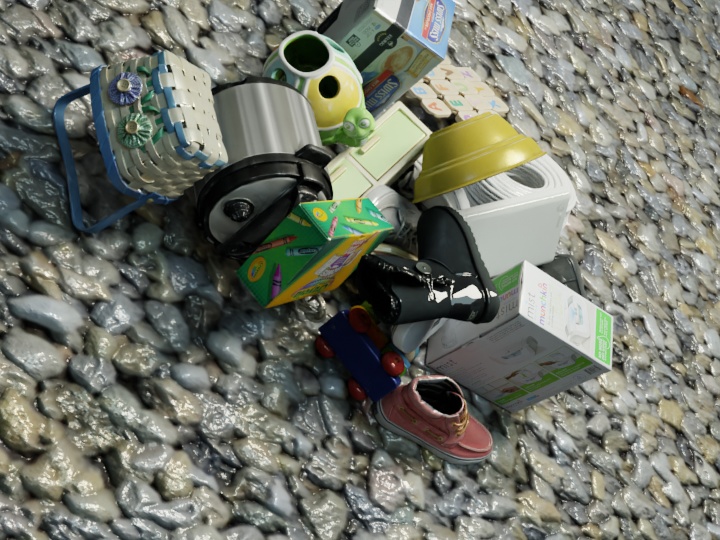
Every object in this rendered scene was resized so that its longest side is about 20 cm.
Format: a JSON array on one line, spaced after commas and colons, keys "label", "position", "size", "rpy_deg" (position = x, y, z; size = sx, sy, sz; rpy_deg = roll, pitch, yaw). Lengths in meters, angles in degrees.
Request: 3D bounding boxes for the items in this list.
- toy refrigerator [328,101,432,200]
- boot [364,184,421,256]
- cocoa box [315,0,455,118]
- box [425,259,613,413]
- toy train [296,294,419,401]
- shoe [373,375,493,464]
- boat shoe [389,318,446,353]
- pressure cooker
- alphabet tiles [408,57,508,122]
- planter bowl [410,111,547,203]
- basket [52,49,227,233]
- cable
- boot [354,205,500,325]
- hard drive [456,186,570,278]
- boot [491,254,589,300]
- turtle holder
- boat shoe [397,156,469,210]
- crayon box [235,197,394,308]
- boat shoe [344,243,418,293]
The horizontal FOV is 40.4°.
[{"label": "toy refrigerator", "position": [0.010, -0.145, 1.377], "size": [0.076, 0.070, 0.200], "rpy_deg": [45, 67, 3]}, {"label": "boot", "position": [0.064, -0.063, 1.365], "size": [0.095, 0.074, 0.200], "rpy_deg": [35, 14, 17]}, {"label": "cocoa box", "position": [0.025, -0.337, 1.449], "size": [0.131, 0.200, 0.134], "rpy_deg": [31, 51, -23]}, {"label": "box", "position": [0.222, 0.101, 1.377], "size": [0.176, 0.200, 0.097], "rpy_deg": [30, 51, -22]}, {"label": "toy train", "position": [-0.006, 0.066, 1.303], "size": [0.200, 0.085, 0.116], "rpy_deg": [52, 33, 1]}, {"label": "shoe", "position": [0.121, 0.202, 1.316], "size": [0.199, 0.091, 0.072], "rpy_deg": [26, 53, -26]}, {"label": "boat shoe", "position": [0.071, 0.053, 1.308], "size": [0.066, 0.070, 0.200], "rpy_deg": [32, 22, 14]}, {"label": "pressure cooker", "position": [-0.126, -0.114, 1.217], "size": [0.177, 0.176, 0.201], "rpy_deg": [-10, 58, -9]}, {"label": "alphabet tiles", "position": [0.153, -0.299, 1.610], "size": [0.195, 0.015, 0.200], "rpy_deg": [-10, 53, -41]}, {"label": "planter bowl", "position": [0.150, -0.165, 1.349], "size": [0.200, 0.200, 0.084], "rpy_deg": [-26, 98, -43]}, {"label": "basket", "position": [-0.266, -0.157, 1.133], "size": [0.139, 0.199, 0.178], "rpy_deg": [12, 57, -61]}, {"label": "cable", "position": [0.250, -0.139, 1.560], "size": [0.199, 0.069, 0.201], "rpy_deg": [15, 40, -15]}, {"label": "boot", "position": [0.069, -0.012, 1.239], "size": [0.167, 0.077, 0.201], "rpy_deg": [4, 45, -31]}, {"label": "hard drive", "position": [0.211, -0.048, 1.449], "size": [0.199, 0.133, 0.026], "rpy_deg": [-14, 43, -23]}, {"label": "boot", "position": [0.279, 0.072, 1.527], "size": [0.199, 0.065, 0.166], "rpy_deg": [-17, 87, -41]}, {"label": "turtle holder", "position": [-0.062, -0.238, 1.331], "size": [0.140, 0.132, 0.187], "rpy_deg": [-11, 62, -2]}, {"label": "boat shoe", "position": [0.085, -0.139, 1.482], "size": [0.065, 0.074, 0.200], "rpy_deg": [-35, 81, -35]}, {"label": "crayon box", "position": [-0.050, -0.025, 1.181], "size": [0.058, 0.119, 0.200], "rpy_deg": [49, 22, 11]}, {"label": "boat shoe", "position": [0.000, 0.000, 1.346], "size": [0.199, 0.072, 0.073], "rpy_deg": [18, 64, -26]}]
